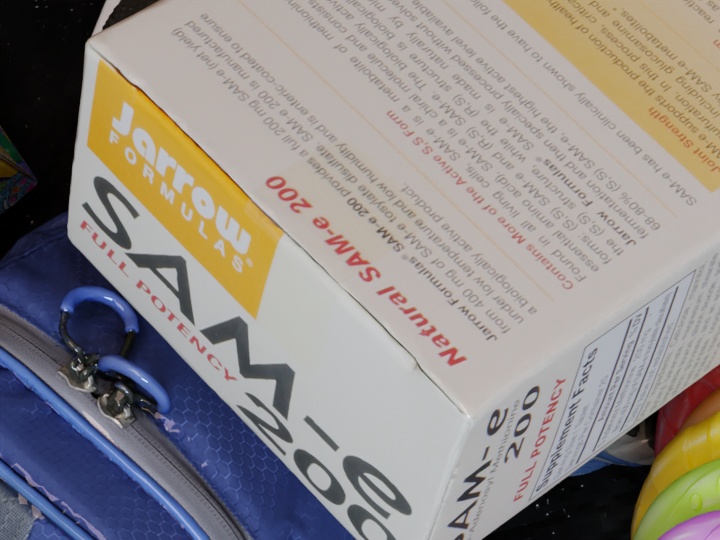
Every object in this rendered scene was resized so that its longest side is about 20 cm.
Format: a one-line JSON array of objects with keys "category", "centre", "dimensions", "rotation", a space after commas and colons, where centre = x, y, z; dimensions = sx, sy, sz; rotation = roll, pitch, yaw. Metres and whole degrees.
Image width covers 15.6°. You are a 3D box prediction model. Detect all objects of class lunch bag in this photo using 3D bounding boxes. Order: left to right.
[{"category": "lunch bag", "centre": [-0.077, 0.083, 0.680], "dimensions": [0.136, 0.201, 0.132], "rotation": [38, 45, 17]}]

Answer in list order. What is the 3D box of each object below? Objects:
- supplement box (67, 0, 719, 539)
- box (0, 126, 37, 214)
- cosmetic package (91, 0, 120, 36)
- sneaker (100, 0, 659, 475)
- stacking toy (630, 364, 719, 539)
[{"category": "supplement box", "centre": [0.046, -0.034, 0.624], "dimensions": [0.200, 0.074, 0.126], "rotation": [-32, 64, -30]}, {"category": "box", "centre": [-0.240, -0.055, 0.772], "dimensions": [0.192, 0.122, 0.200], "rotation": [-38, 71, 4]}, {"category": "cosmetic package", "centre": [0.024, -0.126, 0.796], "dimensions": [0.150, 0.052, 0.201], "rotation": [19, 82, 11]}, {"category": "sneaker", "centre": [0.000, 0.000, 0.721], "dimensions": [0.089, 0.200, 0.079], "rotation": [-30, 28, 38]}, {"category": "stacking toy", "centre": [0.098, 0.078, 0.620], "dimensions": [0.109, 0.200, 0.117], "rotation": [-12, 105, 31]}]
